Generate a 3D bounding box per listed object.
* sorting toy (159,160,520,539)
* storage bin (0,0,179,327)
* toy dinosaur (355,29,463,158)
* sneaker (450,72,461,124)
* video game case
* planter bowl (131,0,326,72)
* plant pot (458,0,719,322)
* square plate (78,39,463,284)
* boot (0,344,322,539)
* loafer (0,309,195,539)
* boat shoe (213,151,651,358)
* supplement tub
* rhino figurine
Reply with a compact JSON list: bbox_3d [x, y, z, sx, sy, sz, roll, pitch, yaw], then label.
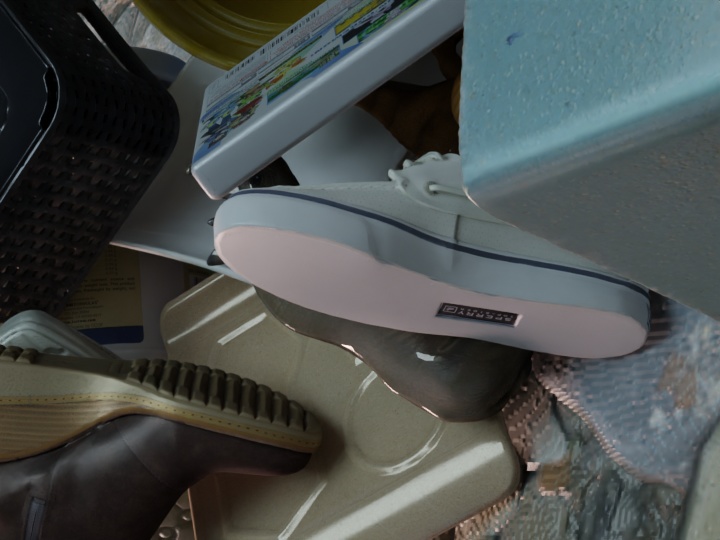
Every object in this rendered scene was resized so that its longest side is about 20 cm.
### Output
[{"bbox_3d":[-0.014,0.065,1.025,0.185,0.036,0.200,-31,52,21],"label":"sorting toy"},{"bbox_3d":[-0.208,-0.052,1.079,0.200,0.094,0.135,-52,57,19],"label":"storage bin"},{"bbox_3d":[0.035,-0.077,0.968,0.200,0.060,0.106,32,74,29],"label":"toy dinosaur"},{"bbox_3d":[0.133,-0.122,0.905,0.088,0.075,0.200,41,97,10],"label":"sneaker"},{"bbox_3d":[0.008,-0.117,0.942,0.200,0.022,0.182,-34,15,8],"label":"video game case"},{"bbox_3d":[-0.040,-0.203,1.070,0.083,0.200,0.201,-106,35,-84],"label":"planter bowl"},{"bbox_3d":[0.175,-0.109,0.723,0.200,0.196,0.197,-16,62,41],"label":"plant pot"},{"bbox_3d":[-0.036,-0.075,1.073,0.200,0.028,0.198,15,64,42],"label":"square plate"},{"bbox_3d":[-0.124,0.130,1.007,0.072,0.199,0.167,-52,-30,-77],"label":"boot"},{"bbox_3d":[-0.131,0.089,1.085,0.070,0.200,0.070,-31,32,10],"label":"loafer"},{"bbox_3d":[0.035,-0.016,0.883,0.071,0.199,0.070,115,163,-61],"label":"boat shoe"},{"bbox_3d":[-0.155,-0.021,1.183,0.144,0.144,0.201,-19,71,52],"label":"supplement tub"},{"bbox_3d":[0.000,0.000,0.944,0.088,0.200,0.060,-55,-11,-21],"label":"rhino figurine"}]
